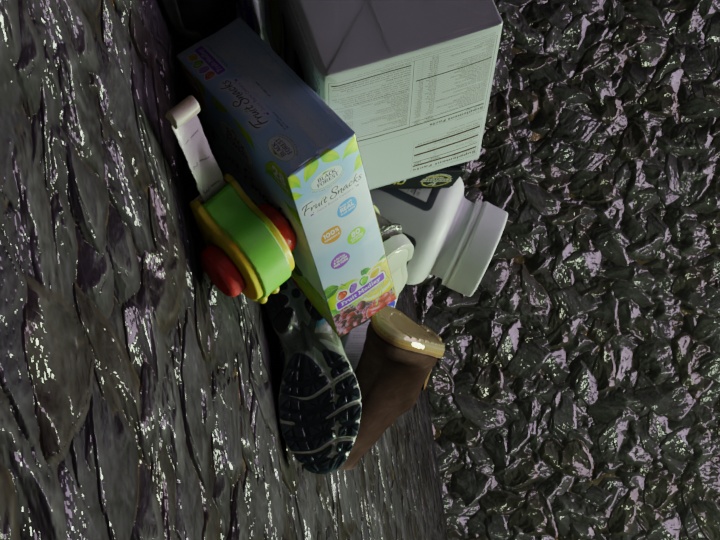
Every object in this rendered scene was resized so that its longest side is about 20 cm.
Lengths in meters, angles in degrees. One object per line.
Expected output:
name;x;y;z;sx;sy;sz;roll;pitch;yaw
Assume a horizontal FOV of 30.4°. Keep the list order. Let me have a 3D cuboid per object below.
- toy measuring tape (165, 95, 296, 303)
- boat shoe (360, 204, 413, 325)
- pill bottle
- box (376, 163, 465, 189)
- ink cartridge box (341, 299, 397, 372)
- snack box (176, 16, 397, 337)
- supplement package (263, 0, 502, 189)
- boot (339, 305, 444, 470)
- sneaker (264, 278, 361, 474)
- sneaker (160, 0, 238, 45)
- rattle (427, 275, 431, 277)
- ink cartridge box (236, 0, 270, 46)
toy measuring tape;-0.087;-0.037;0.948;0.201;0.072;0.074;76;7;-52
boat shoe;0.002;-0.002;1.213;0.061;0.072;0.202;51;-18;12
pill bottle;0.035;-0.056;1.286;0.120;0.198;0.121;25;90;-89
box;0.004;-0.175;1.228;0.049;0.159;0.203;127;-42;-67
ink cartridge box;-0.010;0.086;1.365;0.094;0.037;0.203;5;100;-65
snack box;-0.055;-0.071;1.041;0.169;0.067;0.201;47;-17;36
supplement package;0.009;-0.200;1.080;0.201;0.145;0.194;91;-19;-65
boot;0.013;0.124;1.276;0.167;0.072;0.200;-55;164;1
sneaker;-0.040;0.086;1.231;0.086;0.076;0.203;61;21;-82
sneaker;-0.098;-0.233;0.988;0.200;0.112;0.077;72;12;-66
rattle;0.024;-0.005;1.493;0.130;0.198;0.145;-30;140;-52
ink cartridge box;-0.094;-0.179;1.257;0.200;0.043;0.202;-64;144;-83
